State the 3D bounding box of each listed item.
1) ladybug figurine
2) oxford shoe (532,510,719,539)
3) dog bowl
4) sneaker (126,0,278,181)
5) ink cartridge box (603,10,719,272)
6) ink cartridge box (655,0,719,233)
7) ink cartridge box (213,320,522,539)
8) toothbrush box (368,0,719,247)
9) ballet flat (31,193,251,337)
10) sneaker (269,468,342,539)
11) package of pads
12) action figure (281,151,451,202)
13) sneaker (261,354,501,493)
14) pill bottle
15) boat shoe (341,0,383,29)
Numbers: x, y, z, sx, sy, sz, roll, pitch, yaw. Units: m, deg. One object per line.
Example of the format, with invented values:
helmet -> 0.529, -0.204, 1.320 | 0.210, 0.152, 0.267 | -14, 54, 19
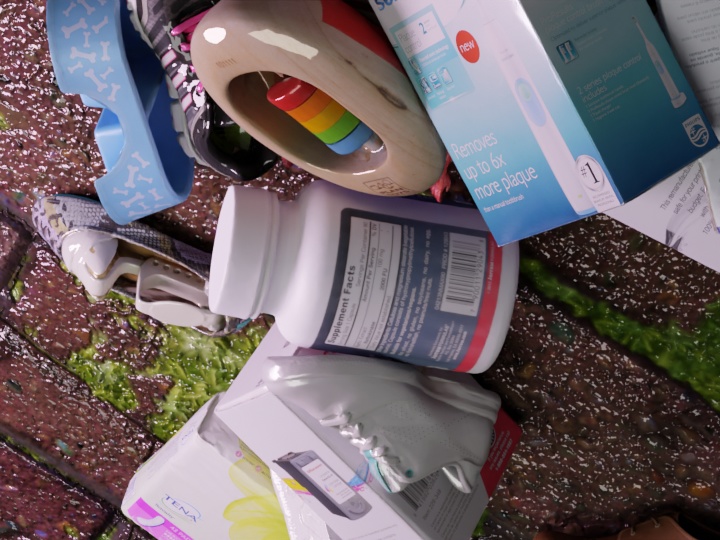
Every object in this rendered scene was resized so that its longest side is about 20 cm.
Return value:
ladybug figurine -> -0.019, -0.119, 1.270 | 0.136, 0.072, 0.200 | -10, 141, 45
oxford shoe -> 0.226, 0.220, 1.552 | 0.200, 0.071, 0.071 | 5, 101, 21
dog bowl -> -0.166, -0.127, 1.401 | 0.049, 0.112, 0.200 | -7, 125, 13
sneaker -> -0.099, -0.141, 1.357 | 0.087, 0.074, 0.200 | 39, 151, 43
ink cartridge box -> 0.252, -0.076, 1.265 | 0.200, 0.084, 0.146 | 28, 133, 1
ink cartridge box -> 0.280, -0.139, 1.156 | 0.199, 0.041, 0.200 | -12, 102, 12
ink cartridge box -> 0.010, 0.115, 1.489 | 0.200, 0.148, 0.086 | 46, 140, -15
toothbrush box -> 0.102, -0.130, 1.183 | 0.200, 0.085, 0.146 | 63, 152, -5
ballet flat -> -0.174, -0.001, 1.534 | 0.200, 0.072, 0.072 | 22, 133, 7
sneaker -> 0.011, 0.171, 1.593 | 0.081, 0.146, 0.200 | -26, 70, 49
package of pads -> -0.085, 0.206, 1.665 | 0.200, 0.068, 0.155 | 37, 133, -9
action figure -> 0.047, -0.076, 1.358 | 0.200, 0.065, 0.099 | -12, 88, 31
sneaker -> 0.016, 0.111, 1.399 | 0.200, 0.089, 0.075 | 16, 169, -32
pill bottle -> 0.000, 0.000, 1.380 | 0.200, 0.120, 0.120 | 10, 134, -11
boat shoe -> -0.008, -0.204, 1.292 | 0.200, 0.076, 0.074 | 17, 128, 0
